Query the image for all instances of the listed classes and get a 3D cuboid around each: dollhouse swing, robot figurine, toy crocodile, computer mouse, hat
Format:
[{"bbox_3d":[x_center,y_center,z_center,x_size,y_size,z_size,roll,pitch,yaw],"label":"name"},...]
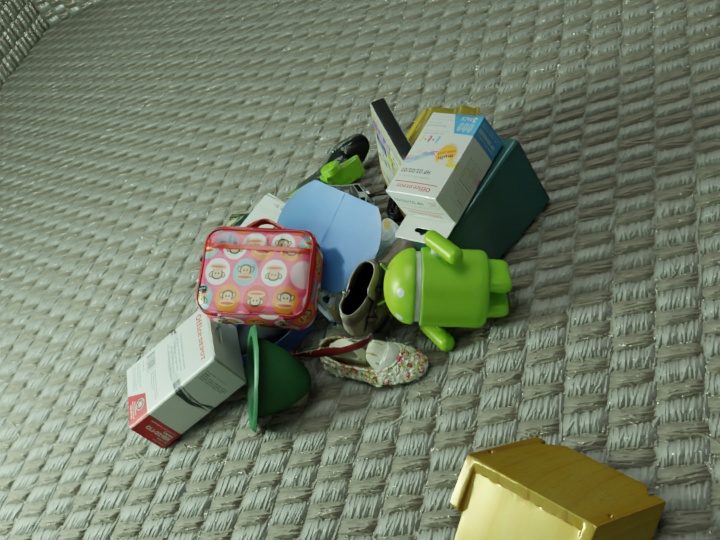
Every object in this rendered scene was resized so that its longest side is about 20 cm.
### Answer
[{"bbox_3d":[0.215,0.324,1.124,0.180,0.179,0.199,-4,15,-38],"label":"dollhouse swing"},{"bbox_3d":[0.124,0.025,1.450,0.196,0.178,0.116,2,33,0],"label":"robot figurine"},{"bbox_3d":[-0.076,-0.147,1.811,0.199,0.068,0.062,-40,27,-11],"label":"toy crocodile"},{"bbox_3d":[-0.014,-0.125,1.772,0.196,0.044,0.111,-5,52,-13],"label":"computer mouse"},{"bbox_3d":[-0.087,0.170,1.531,0.173,0.169,0.200,0,5,-11],"label":"hat"}]

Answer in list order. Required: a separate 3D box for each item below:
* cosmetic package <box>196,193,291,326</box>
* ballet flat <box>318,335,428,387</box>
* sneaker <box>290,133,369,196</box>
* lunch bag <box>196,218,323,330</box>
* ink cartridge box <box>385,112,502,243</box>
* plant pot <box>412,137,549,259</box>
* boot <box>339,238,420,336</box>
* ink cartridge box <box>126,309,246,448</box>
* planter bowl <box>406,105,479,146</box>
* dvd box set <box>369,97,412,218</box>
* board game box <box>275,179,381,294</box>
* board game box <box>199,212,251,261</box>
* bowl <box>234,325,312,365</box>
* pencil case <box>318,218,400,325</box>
[{"bbox_3d":[-0.176,-0.017,1.691,0.201,0.113,0.081,-50,44,-12],"label":"cosmetic package"},{"bbox_3d":[0.010,0.135,1.492,0.198,0.064,0.076,-2,50,37],"label":"ballet flat"},{"bbox_3d":[-0.040,-0.180,1.906,0.199,0.077,0.114,-44,37,-9],"label":"sneaker"},{"bbox_3d":[-0.159,0.000,1.570,0.196,0.082,0.179,3,70,13],"label":"lunch bag"},{"bbox_3d":[0.121,-0.145,1.508,0.114,0.068,0.202,13,67,47],"label":"ink cartridge box"},{"bbox_3d":[0.178,-0.097,1.573,0.140,0.142,0.201,16,62,48],"label":"plant pot"},{"bbox_3d":[0.032,0.012,1.520,0.069,0.146,0.203,17,79,22],"label":"boot"},{"bbox_3d":[-0.296,0.177,1.635,0.199,0.084,0.145,-39,37,15],"label":"ink cartridge box"},{"bbox_3d":[0.125,-0.228,1.730,0.202,0.083,0.201,-58,6,10],"label":"planter bowl"},{"bbox_3d":[0.066,-0.178,1.669,0.029,0.201,0.148,-22,55,-6],"label":"dvd box set"},{"bbox_3d":[-0.051,-0.052,1.613,0.198,0.039,0.160,25,88,27],"label":"board game box"},{"bbox_3d":[-0.220,-0.061,1.949,0.198,0.028,0.136,1,49,40],"label":"board game box"},{"bbox_3d":[-0.162,0.086,1.715,0.198,0.040,0.202,-22,36,17],"label":"bowl"},{"bbox_3d":[0.000,0.000,1.638,0.199,0.091,0.083,-40,72,-12],"label":"pencil case"}]
